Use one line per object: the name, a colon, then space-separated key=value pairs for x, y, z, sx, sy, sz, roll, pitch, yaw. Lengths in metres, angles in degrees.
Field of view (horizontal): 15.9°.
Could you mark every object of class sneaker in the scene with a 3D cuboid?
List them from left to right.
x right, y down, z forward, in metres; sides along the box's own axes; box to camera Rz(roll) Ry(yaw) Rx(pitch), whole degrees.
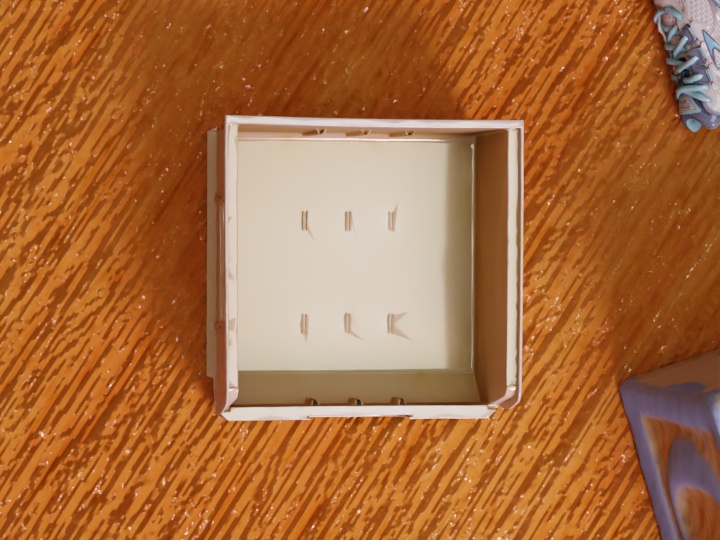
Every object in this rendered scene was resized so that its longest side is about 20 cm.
sneaker: x=0.245 y=-0.144 z=1.783 sx=0.200 sy=0.078 sz=0.086 roll=45 pitch=85 yaw=-10

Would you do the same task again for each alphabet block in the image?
alphabet block: x=0.317 y=0.142 z=1.744 sx=0.199 sy=0.195 sz=0.197 roll=-18 pitch=96 yaw=-13

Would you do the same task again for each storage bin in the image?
storage bin: x=0.000 y=0.000 z=1.720 sx=0.199 sy=0.094 sz=0.200 roll=0 pitch=91 yaw=-13
